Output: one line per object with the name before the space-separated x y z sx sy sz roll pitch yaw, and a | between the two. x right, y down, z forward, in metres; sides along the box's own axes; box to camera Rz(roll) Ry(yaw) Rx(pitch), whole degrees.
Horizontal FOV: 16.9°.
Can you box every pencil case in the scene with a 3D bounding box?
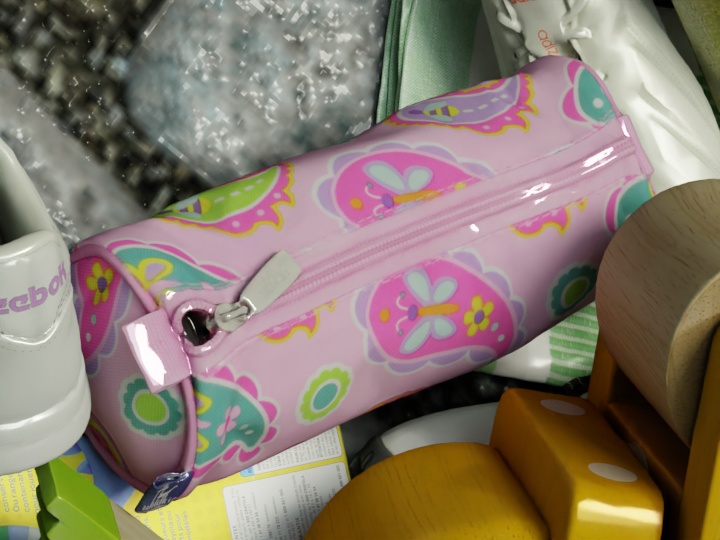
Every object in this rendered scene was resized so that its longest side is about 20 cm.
pencil case | 0.000 0.000 0.745 0.199 0.087 0.088 -22 90 -31

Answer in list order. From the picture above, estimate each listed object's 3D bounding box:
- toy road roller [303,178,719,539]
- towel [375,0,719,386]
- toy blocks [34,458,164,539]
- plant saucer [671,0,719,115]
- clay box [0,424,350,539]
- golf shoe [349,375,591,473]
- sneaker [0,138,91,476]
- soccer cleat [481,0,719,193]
toy road roller | 0.061 0.073 0.704 0.145 0.123 0.201 8 104 -12
towel | 0.098 -0.030 0.880 0.199 0.023 0.153 11 76 -23
toy blocks | -0.066 0.166 0.720 0.137 0.100 0.200 -43 120 8
plant saucer | 0.132 -0.144 0.839 0.200 0.048 0.201 53 32 -56
clay box | -0.104 0.061 0.754 0.199 0.048 0.115 -10 84 -26
golf shoe | 0.091 0.053 0.815 0.199 0.078 0.095 4 116 -31
sneaker | -0.137 -0.035 0.695 0.075 0.100 0.200 -26 54 -29
soccer cleat | 0.071 -0.082 0.817 0.069 0.078 0.201 -19 83 16
